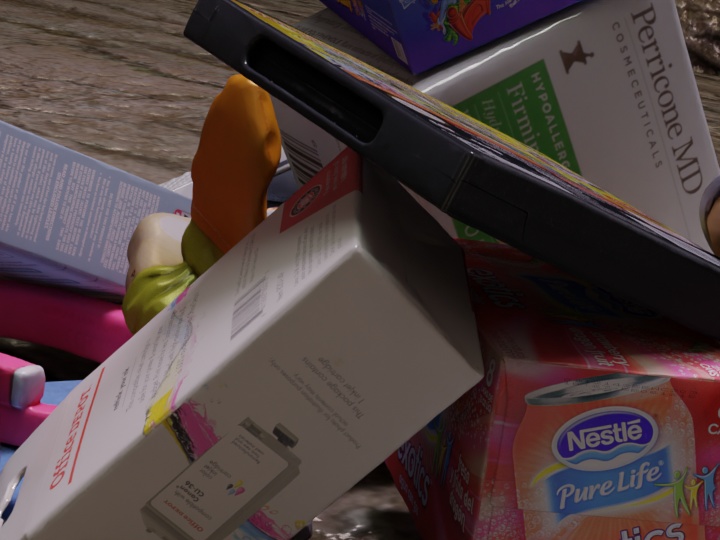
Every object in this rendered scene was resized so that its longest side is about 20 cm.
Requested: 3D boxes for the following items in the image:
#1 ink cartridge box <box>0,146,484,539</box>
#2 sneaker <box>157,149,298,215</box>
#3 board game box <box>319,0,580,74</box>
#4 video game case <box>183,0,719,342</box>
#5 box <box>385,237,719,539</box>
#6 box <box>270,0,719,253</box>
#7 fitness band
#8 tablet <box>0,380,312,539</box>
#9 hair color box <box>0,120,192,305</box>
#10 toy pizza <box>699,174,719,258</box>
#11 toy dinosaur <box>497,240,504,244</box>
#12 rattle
[{"bbox_3d":[-0.052,0.055,0.643,0.068,0.200,0.117,45,16,-16],"label":"ink cartridge box"},{"bbox_3d":[-0.117,-0.015,1.087,0.199,0.080,0.078,-21,13,-11],"label":"sneaker"},{"bbox_3d":[0.050,-0.171,0.915,0.134,0.045,0.200,-25,25,-8],"label":"board game box"},{"bbox_3d":[0.053,-0.034,0.659,0.199,0.026,0.181,22,11,-40],"label":"video game case"},{"bbox_3d":[0.073,0.055,0.691,0.102,0.095,0.200,7,12,-10],"label":"box"},{"bbox_3d":[0.073,-0.054,0.955,0.171,0.200,0.200,-29,26,-16],"label":"box"},{"bbox_3d":[-0.152,0.040,0.839,0.199,0.038,0.143,17,16,32],"label":"fitness band"},{"bbox_3d":[-0.121,0.085,0.773,0.129,0.014,0.200,-1,15,-31],"label":"tablet"},{"bbox_3d":[-0.181,-0.033,0.890,0.099,0.061,0.199,2,-15,45],"label":"hair color box"},{"bbox_3d":[0.217,0.022,0.668,0.199,0.032,0.200,28,-15,8],"label":"toy pizza"},{"bbox_3d":[0.158,0.026,0.811,0.198,0.059,0.101,12,-3,-10],"label":"toy dinosaur"},{"bbox_3d":[0.000,0.000,0.814,0.199,0.144,0.130,20,12,-17],"label":"rattle"}]
